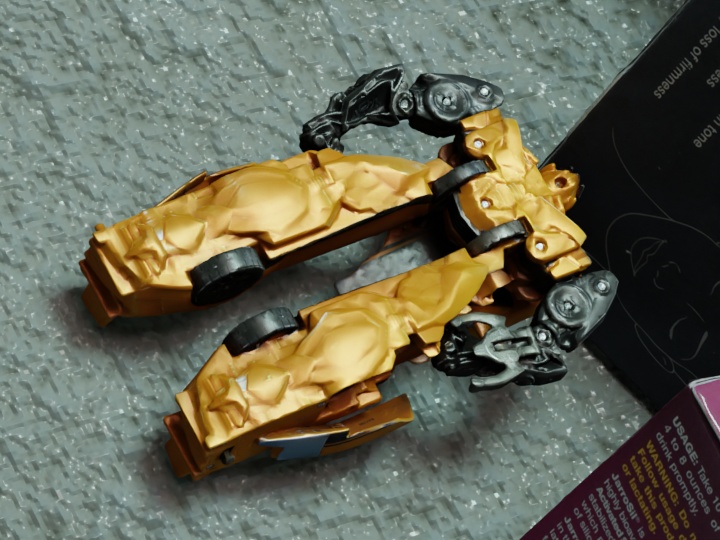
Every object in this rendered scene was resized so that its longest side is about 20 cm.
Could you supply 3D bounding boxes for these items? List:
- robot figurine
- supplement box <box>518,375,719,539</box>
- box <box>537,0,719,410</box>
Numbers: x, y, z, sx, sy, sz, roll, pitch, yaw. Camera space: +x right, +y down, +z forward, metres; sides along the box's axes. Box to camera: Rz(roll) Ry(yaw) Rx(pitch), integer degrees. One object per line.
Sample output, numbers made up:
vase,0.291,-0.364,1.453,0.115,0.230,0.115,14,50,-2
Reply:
robot figurine,0.000,0.000,1.017,0.200,0.058,0.145,-20,72,-28
supplement box,0.136,0.116,0.940,0.131,0.200,0.103,-11,65,-33
box,0.192,-0.023,1.063,0.197,0.200,0.124,47,50,6
